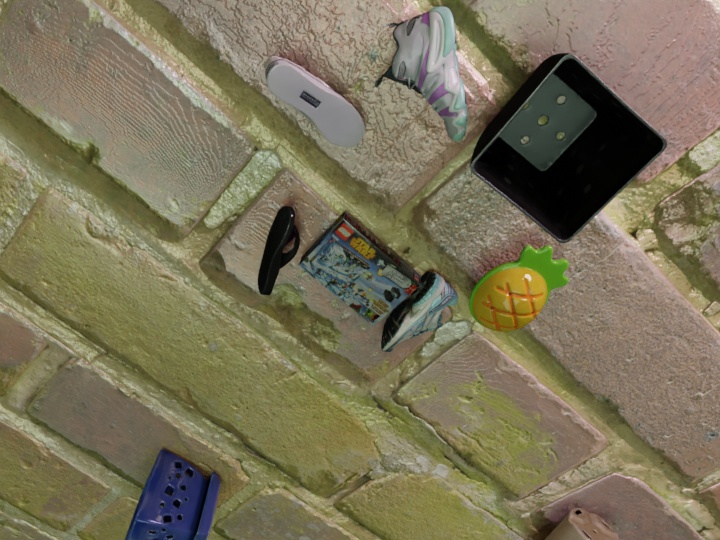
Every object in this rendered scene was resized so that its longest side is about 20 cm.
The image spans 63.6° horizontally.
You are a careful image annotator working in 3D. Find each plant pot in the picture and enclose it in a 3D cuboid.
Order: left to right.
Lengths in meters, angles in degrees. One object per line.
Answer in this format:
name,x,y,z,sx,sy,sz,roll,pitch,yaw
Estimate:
plant pot,-0.457,0.597,1.418,0.178,0.201,0.202,21,120,-14
plant pot,0.296,-0.205,0.887,0.198,0.178,0.200,34,119,-14
plant pot,0.521,0.686,1.390,0.198,0.201,0.186,22,109,-8

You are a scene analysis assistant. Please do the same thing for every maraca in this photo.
maraca,0.289,0.035,1.067,0.136,0.108,0.200,33,118,-22

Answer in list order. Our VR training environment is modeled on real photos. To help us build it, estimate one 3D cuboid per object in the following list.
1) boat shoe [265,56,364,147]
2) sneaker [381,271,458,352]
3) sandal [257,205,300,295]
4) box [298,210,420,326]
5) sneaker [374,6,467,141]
boat shoe,-0.074,-0.276,0.946,0.198,0.066,0.072,25,118,-34
sneaker,0.115,0.100,1.140,0.086,0.078,0.201,30,119,-16
sandal,-0.149,-0.039,1.097,0.047,0.076,0.202,4,132,-26
box,0.000,0.000,1.113,0.199,0.040,0.137,40,117,-17
sneaker,0.092,-0.296,0.918,0.138,0.078,0.203,-9,110,12
